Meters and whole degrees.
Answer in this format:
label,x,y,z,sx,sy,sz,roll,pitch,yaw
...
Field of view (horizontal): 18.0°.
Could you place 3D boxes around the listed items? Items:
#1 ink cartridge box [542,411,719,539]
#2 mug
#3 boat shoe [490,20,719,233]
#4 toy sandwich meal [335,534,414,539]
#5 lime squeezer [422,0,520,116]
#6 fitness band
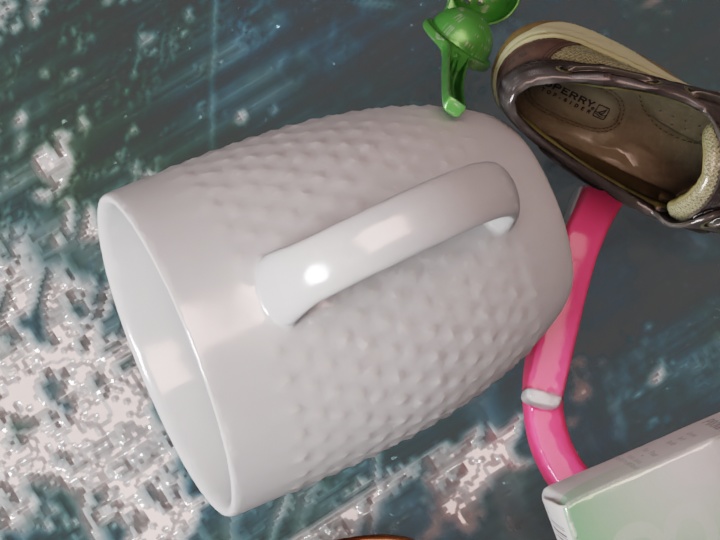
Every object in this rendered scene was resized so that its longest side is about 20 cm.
label,x,y,z,sx,sy,sz,roll,pitch,yaw
ink cartridge box,0.198,0.133,0.997,0.200,0.050,0.161,-22,100,-5
mug,0.000,0.000,0.957,0.175,0.200,0.148,-22,84,-15
boat shoe,0.149,-0.045,0.992,0.200,0.065,0.073,19,118,-1
toy sandwich meal,0.018,0.212,0.982,0.205,0.070,0.205,1,79,-3
lime squeezer,0.061,-0.121,1.039,0.038,0.071,0.200,47,48,-23
fitness band,0.152,0.028,1.041,0.143,0.037,0.200,16,80,0
